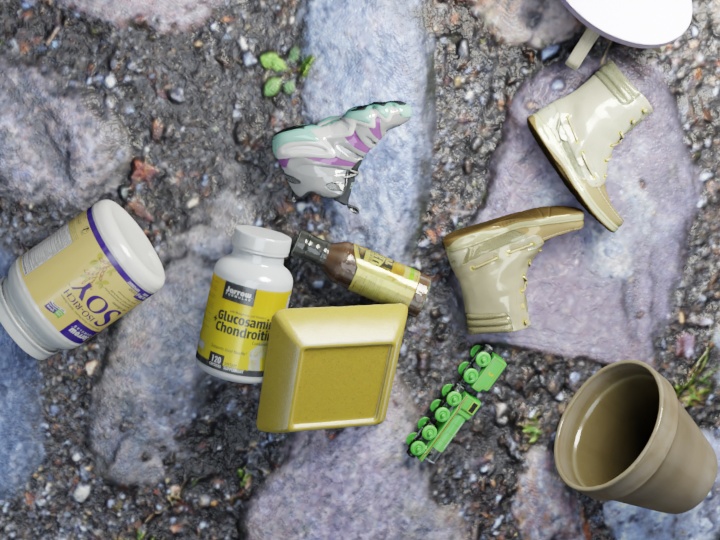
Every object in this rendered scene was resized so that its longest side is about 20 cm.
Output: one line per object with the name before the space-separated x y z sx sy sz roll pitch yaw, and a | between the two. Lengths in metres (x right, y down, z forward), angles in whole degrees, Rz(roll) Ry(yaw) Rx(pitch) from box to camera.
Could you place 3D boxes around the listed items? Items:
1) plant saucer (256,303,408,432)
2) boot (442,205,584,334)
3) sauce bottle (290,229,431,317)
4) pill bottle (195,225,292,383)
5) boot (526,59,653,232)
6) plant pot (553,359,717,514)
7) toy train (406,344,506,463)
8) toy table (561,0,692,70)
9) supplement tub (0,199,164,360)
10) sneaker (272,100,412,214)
plant saucer | -0.033 0.146 1.592 0.198 0.049 0.202 -2 121 -22
boot | 0.228 0.001 1.618 0.198 0.073 0.157 -15 100 3
sauce bottle | 0.000 0.000 1.615 0.198 0.065 0.065 23 99 -8
pill bottle | -0.156 0.045 1.595 0.111 0.112 0.202 12 100 -4
boot | 0.343 -0.169 1.590 0.154 0.072 0.201 -35 95 4
plant pot | 0.401 0.255 1.627 0.173 0.200 0.201 34 98 -24
toy train | 0.138 0.196 1.671 0.056 0.042 0.201 32 98 -18
toy table | 0.331 -0.358 1.516 0.200 0.117 0.184 45 87 4
supplement tub | -0.382 0.015 1.565 0.199 0.145 0.146 -34 100 5
sneaker | -0.011 -0.147 1.587 0.198 0.078 0.141 -15 103 11
